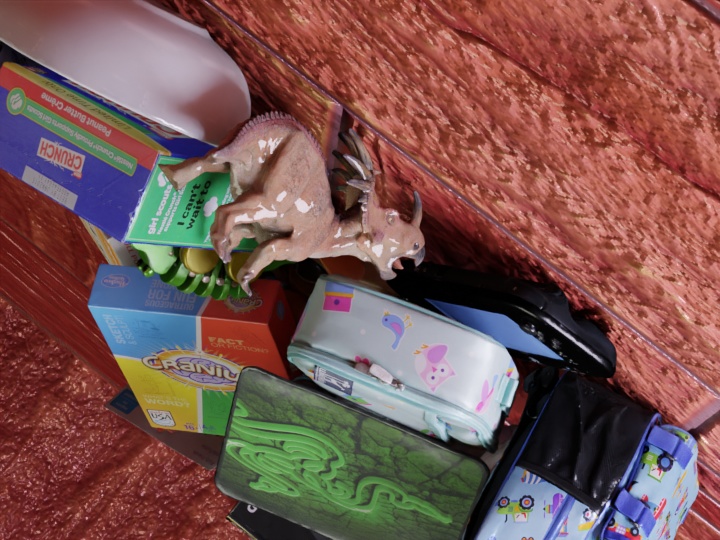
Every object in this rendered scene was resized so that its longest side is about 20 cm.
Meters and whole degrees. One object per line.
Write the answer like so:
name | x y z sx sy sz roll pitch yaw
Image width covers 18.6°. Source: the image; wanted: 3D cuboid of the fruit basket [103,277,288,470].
fruit basket | -0.116 0.076 1.958 0.185 0.200 0.094 24 147 50

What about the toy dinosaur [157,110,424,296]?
toy dinosaur | -0.045 -0.059 1.461 0.086 0.135 0.200 53 178 38

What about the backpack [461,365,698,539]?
backpack | 0.146 0.198 1.588 0.134 0.201 0.183 23 157 18

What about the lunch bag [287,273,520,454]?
lunch bag | 0.038 0.071 1.576 0.159 0.078 0.200 24 175 12

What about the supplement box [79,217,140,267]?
supplement box | -0.198 -0.056 1.841 0.200 0.073 0.127 51 168 45

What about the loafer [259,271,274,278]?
loafer | -0.090 -0.046 1.783 0.070 0.069 0.201 4 158 4

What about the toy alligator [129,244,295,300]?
toy alligator | -0.139 -0.012 1.634 0.199 0.055 0.059 13 -165 -33

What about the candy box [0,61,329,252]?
candy box | -0.151 -0.080 1.592 0.168 0.078 0.199 30 -163 32

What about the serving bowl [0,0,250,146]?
serving bowl | -0.157 -0.154 1.502 0.199 0.066 0.200 26 -175 -3

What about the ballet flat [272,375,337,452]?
ballet flat | -0.063 0.143 1.737 0.073 0.073 0.200 38 157 3

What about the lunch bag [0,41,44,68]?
lunch bag | -0.270 -0.162 1.733 0.201 0.094 0.150 54 162 -24

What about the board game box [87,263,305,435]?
board game box | -0.120 0.070 1.771 0.152 0.041 0.201 5 149 16

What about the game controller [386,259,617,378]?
game controller | 0.098 0.034 1.543 0.104 0.042 0.200 46 164 -25

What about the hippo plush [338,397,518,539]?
hippo plush | 0.030 0.123 1.755 0.159 0.200 0.162 -3 -123 -53

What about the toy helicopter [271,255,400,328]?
toy helicopter | 0.000 0.000 1.697 0.199 0.079 0.133 16 148 35

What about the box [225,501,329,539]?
box | -0.007 0.205 2.090 0.159 0.200 0.049 39 169 0

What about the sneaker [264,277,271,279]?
sneaker | -0.177 -0.011 1.948 0.202 0.147 0.077 32 168 35

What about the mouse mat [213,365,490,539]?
mouse mat | -0.010 0.155 1.645 0.199 0.008 0.162 23 138 6
